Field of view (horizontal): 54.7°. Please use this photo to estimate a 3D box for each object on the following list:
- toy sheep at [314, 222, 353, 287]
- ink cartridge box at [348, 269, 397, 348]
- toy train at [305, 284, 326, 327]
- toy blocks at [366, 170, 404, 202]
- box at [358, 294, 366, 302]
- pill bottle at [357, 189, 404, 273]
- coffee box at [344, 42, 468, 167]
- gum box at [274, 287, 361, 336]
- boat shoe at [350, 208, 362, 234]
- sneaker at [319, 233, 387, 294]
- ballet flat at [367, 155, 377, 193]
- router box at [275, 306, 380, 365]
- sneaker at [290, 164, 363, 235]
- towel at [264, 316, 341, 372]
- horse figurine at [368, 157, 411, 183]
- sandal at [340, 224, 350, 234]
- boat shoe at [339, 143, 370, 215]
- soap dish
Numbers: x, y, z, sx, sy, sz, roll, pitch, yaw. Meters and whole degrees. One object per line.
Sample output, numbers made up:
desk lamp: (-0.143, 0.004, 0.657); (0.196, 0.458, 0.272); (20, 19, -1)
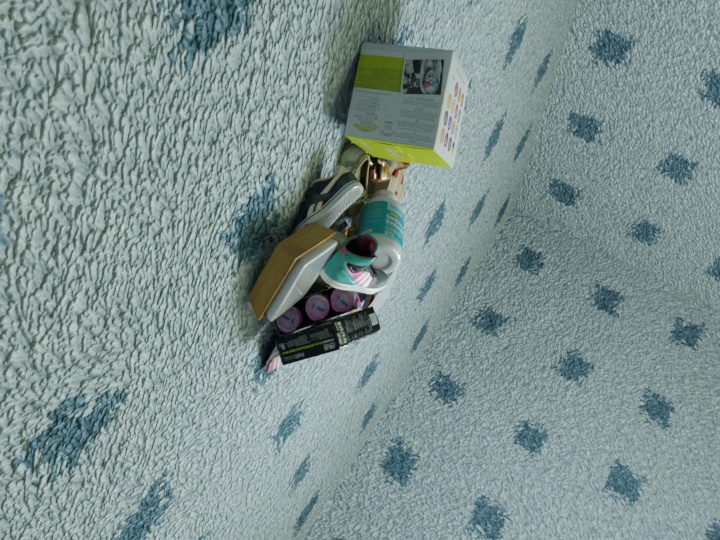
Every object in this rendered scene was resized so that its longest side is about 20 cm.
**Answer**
toy sheep: (-0.068, -0.036, 1.640); (0.200, 0.136, 0.140); (-51, 161, -52)
ink cartridge box: (0.020, 0.080, 1.763); (0.201, 0.047, 0.161); (-51, 167, -34)
toy train: (-0.113, 0.090, 1.781); (0.200, 0.084, 0.116); (36, 73, -73)
toy blocks: (0.075, -0.235, 1.839); (0.200, 0.098, 0.139); (20, 86, -73)
box: (0.000, 0.000, 1.781); (0.082, 0.068, 0.202); (-36, 157, -41)
pill bottle: (0.049, -0.099, 1.665); (0.112, 0.109, 0.202); (97, 0, -51)
coffee box: (0.102, -0.342, 1.467); (0.199, 0.197, 0.202); (9, 92, -71)
gum box: (-0.095, 0.086, 1.617); (0.197, 0.067, 0.113); (-20, 178, 8)
boat shoe: (0.011, -0.127, 1.841); (0.069, 0.074, 0.200); (-40, 174, 10)
sneaker: (0.011, -0.020, 1.537); (0.198, 0.084, 0.121); (5, 128, -48)
ballet flat: (0.036, -0.275, 1.735); (0.067, 0.056, 0.202); (51, 60, -42)
router box: (-0.075, 0.148, 1.577); (0.198, 0.063, 0.149); (-21, 179, 41)
sneaker: (-0.086, -0.144, 1.519); (0.199, 0.080, 0.078); (-40, 159, 14)
towel: (-0.142, 0.189, 1.747); (0.198, 0.030, 0.147); (-22, 161, -31)
horse figurine: (0.062, -0.270, 1.678); (0.201, 0.049, 0.134); (-52, 143, -40)
sandal: (-0.042, -0.024, 1.839); (0.079, 0.059, 0.209); (-38, 151, -53)
boat shoe: (-0.011, -0.199, 1.625); (0.072, 0.063, 0.203); (-24, 143, -30)
soap dish: (-0.146, 0.000, 1.469); (0.157, 0.081, 0.201); (-39, 168, -52)
